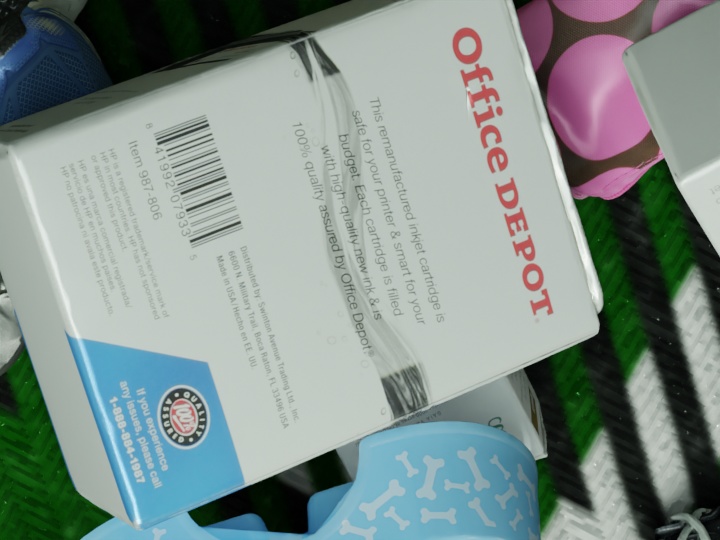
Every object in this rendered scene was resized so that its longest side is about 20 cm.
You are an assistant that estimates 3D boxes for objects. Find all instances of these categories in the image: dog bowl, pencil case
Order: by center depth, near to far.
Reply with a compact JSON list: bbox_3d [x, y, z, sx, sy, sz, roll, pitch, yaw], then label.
[{"bbox_3d":[-0.020,0.124,1.006,0.198,0.050,0.112,-16,144,1],"label":"dog bowl"},{"bbox_3d":[0.150,-0.104,1.045,0.199,0.091,0.094,-29,98,13],"label":"pencil case"}]

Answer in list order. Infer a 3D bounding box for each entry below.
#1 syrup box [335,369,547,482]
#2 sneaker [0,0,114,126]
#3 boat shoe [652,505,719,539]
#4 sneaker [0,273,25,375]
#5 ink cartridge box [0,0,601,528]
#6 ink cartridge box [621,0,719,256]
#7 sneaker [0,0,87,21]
[{"bbox_3d":[0.000,0.000,1.084,0.078,0.081,0.201,-27,101,7],"label":"syrup box"},{"bbox_3d":[-0.098,-0.028,1.038,0.079,0.089,0.200,-48,140,-17],"label":"sneaker"},{"bbox_3d":[0.151,0.136,1.115,0.068,0.072,0.200,36,111,-6],"label":"boat shoe"},{"bbox_3d":[-0.232,-0.017,1.085,0.199,0.098,0.071,26,95,-12],"label":"sneaker"},{"bbox_3d":[-0.028,-0.012,0.964,0.199,0.084,0.146,-21,102,-19],"label":"ink cartridge box"},{"bbox_3d":[0.212,-0.031,1.011,0.144,0.085,0.200,-27,133,12],"label":"ink cartridge box"},{"bbox_3d":[-0.130,-0.153,1.069,0.073,0.080,0.201,33,88,4],"label":"sneaker"}]
